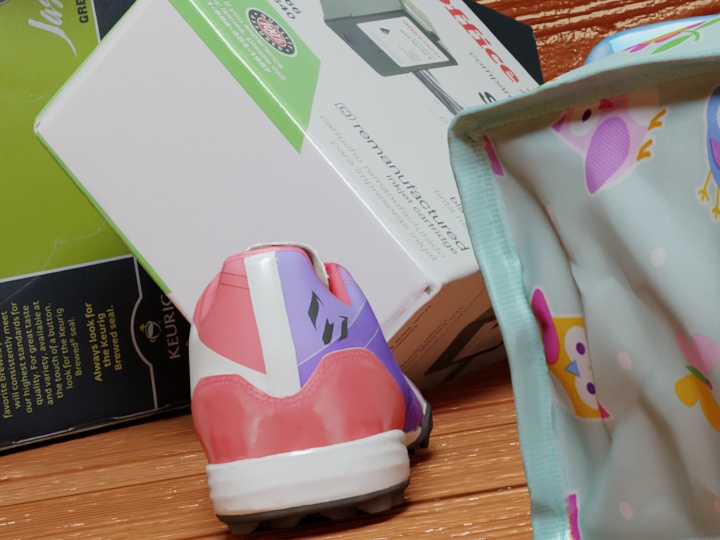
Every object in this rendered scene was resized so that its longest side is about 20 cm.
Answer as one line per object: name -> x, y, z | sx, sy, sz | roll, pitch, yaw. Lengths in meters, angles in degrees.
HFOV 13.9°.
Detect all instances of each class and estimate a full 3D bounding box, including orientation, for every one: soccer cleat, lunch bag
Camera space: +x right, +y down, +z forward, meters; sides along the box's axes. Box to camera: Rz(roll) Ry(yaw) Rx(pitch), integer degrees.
soccer cleat -> -0.017, 0.025, 0.841 | 0.068, 0.074, 0.200 | -9, 4, 1
lunch bag -> 0.145, -0.007, 0.551 | 0.170, 0.123, 0.200 | -11, -2, -38

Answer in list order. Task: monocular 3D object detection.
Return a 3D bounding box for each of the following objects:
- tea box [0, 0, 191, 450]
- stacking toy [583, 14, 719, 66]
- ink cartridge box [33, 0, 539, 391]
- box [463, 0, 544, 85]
tea box -> -0.152, -0.035, 1.142 | 0.196, 0.201, 0.133 | -11, 4, -36
stacking toy -> 0.129, -0.012, 0.997 | 0.109, 0.117, 0.200 | -6, -8, 5
ink cartridge box -> 0.000, -0.034, 1.058 | 0.084, 0.146, 0.200 | -47, -14, 24
box -> -0.032, -0.053, 1.326 | 0.200, 0.079, 0.141 | -30, -35, 33
